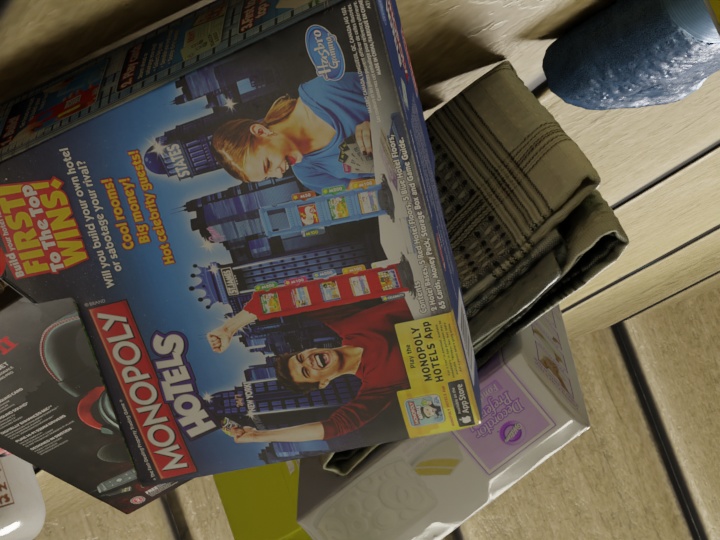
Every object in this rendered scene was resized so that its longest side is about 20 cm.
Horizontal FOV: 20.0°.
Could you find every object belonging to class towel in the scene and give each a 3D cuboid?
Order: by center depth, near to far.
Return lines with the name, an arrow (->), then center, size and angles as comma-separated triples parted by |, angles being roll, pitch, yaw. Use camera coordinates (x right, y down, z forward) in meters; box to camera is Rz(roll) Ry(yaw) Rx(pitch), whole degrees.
towel -> 0.031, -0.010, 1.048 | 0.192, 0.035, 0.200 | -39, -149, 8
towel -> 0.193, -0.140, 1.066 | 0.111, 0.049, 0.199 | -13, 169, -43

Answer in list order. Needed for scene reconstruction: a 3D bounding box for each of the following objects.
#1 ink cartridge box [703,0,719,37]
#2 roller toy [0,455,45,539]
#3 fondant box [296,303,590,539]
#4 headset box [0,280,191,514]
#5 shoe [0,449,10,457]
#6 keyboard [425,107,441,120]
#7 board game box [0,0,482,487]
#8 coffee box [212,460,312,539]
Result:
ink cartridge box -> 0.269, -0.106, 0.929 | 0.196, 0.202, 0.047 | -19, 172, -11
roller toy -> -0.317, 0.158, 1.416 | 0.181, 0.141, 0.200 | -20, 172, -9
fondant box -> 0.039, 0.065, 1.080 | 0.144, 0.058, 0.200 | -38, -163, 12
headset box -> -0.121, 0.022, 0.963 | 0.148, 0.076, 0.200 | -29, 141, 20
shoe -> -0.300, 0.095, 1.206 | 0.199, 0.092, 0.071 | -16, 171, -34
keyboard -> 0.000, 0.000, 1.144 | 0.200, 0.040, 0.104 | -42, -148, 3
board game box -> -0.067, -0.016, 0.824 | 0.198, 0.202, 0.062 | -10, -150, 9
coffee box -> 0.001, 0.100, 1.644 | 0.197, 0.201, 0.199 | -12, 169, -46
